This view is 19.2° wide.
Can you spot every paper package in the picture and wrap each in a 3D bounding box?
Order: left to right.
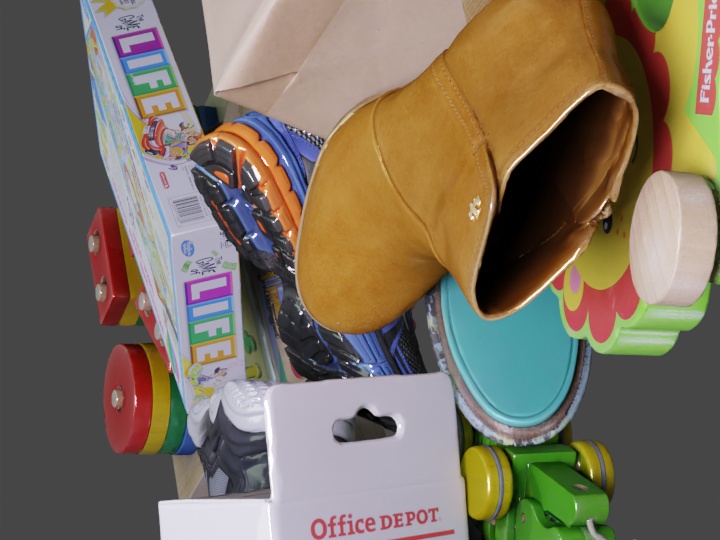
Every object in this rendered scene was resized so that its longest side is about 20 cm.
[{"bbox_3d":[0.013,-0.174,0.904,0.191,0.103,0.201,-56,26,28],"label":"paper package"}]

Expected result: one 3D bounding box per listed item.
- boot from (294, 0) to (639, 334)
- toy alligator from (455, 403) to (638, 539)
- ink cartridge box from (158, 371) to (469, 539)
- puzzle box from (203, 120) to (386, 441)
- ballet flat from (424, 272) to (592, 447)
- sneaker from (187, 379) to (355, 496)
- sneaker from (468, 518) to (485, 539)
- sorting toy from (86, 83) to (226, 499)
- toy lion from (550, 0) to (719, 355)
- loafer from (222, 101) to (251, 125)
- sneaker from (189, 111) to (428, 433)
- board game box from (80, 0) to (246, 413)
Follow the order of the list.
[{"bbox_3d":[0.033,-0.021,0.802,0.202,0.070,0.145,-60,21,29],"label":"boot"},{"bbox_3d":[0.074,0.100,0.872,0.200,0.059,0.055,-134,47,-60],"label":"toy alligator"},{"bbox_3d":[-0.014,0.145,0.844,0.066,0.115,0.202,-7,85,42],"label":"ink cartridge box"},{"bbox_3d":[-0.046,0.017,1.138,0.133,0.025,0.202,-19,84,61],"label":"puzzle box"},{"bbox_3d":[0.056,-0.003,0.930,0.074,0.074,0.201,123,146,-51],"label":"ballet flat"},{"bbox_3d":[-0.048,0.118,1.016,0.200,0.075,0.115,128,147,-77],"label":"sneaker"},{"bbox_3d":[0.038,0.161,0.942,0.200,0.075,0.091,56,134,52],"label":"sneaker"},{"bbox_3d":[-0.113,0.014,1.313,0.200,0.069,0.200,122,143,-50],"label":"sorting toy"},{"bbox_3d":[0.114,-0.066,0.799,0.192,0.068,0.202,-154,68,-73],"label":"toy lion"},{"bbox_3d":[-0.024,-0.120,1.052,0.067,0.076,0.202,-18,66,50],"label":"loafer"},{"bbox_3d":[0.000,0.000,0.981,0.075,0.078,0.201,23,148,46],"label":"sneaker"},{"bbox_3d":[-0.103,-0.046,1.108,0.135,0.034,0.201,91,162,-48],"label":"board game box"}]
